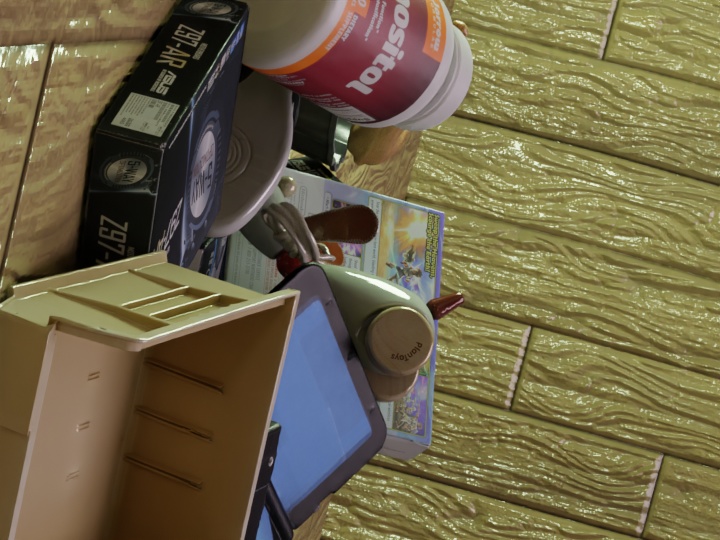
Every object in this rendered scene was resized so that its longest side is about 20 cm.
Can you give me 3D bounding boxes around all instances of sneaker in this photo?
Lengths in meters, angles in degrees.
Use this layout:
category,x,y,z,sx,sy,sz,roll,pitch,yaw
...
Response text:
category,x,y,z,sx,sy,sz,roll,pitch,yaw
sneaker,-0.078,-0.093,1.675,0.112,0.072,0.201,91,13,-64

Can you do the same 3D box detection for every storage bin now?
category,x,y,z,sx,sy,sz,roll,pitch,yaw
storage bin,-0.137,0.106,1.283,0.198,0.093,0.202,-17,123,-65

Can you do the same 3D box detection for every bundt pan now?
category,x,y,z,sx,sy,sz,roll,pitch,yaw
bundt pan,-0.031,-0.188,1.907,0.202,0.075,0.204,16,90,-85

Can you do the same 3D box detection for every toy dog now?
category,x,y,z,sx,sy,sz,roll,pitch,yaw
toy dog,0.000,0.000,1.705,0.096,0.201,0.132,-40,-164,-19

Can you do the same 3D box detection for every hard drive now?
category,x,y,z,sx,sy,sz,roll,pitch,yaw
hard drive,-0.136,0.169,1.418,0.038,0.139,0.202,-21,128,-66

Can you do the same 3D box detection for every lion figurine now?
category,x,y,z,sx,sy,sz,roll,pitch,yaw
lion figurine,0.028,-0.140,1.890,0.123,0.072,0.201,-59,168,-48

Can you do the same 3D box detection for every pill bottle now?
category,x,y,z,sx,sy,sz,roll,pitch,yaw
pill bottle,-0.007,-0.166,1.599,0.200,0.112,0.114,23,80,-54

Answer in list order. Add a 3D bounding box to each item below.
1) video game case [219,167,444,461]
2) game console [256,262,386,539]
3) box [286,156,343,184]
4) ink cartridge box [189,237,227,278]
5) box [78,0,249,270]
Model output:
category,x,y,z,sx,sy,sz,roll,pitch,yaw
video game case,-0.029,0.029,1.771,0.045,0.180,0.202,139,-40,-57
game console,-0.043,0.131,1.606,0.177,0.116,0.201,-104,174,-48
box,-0.032,0.018,1.933,0.160,0.044,0.202,-132,-145,-72
ink cartridge box,-0.139,0.065,1.667,0.099,0.039,0.202,-60,164,-75
box,-0.124,-0.060,1.437,0.200,0.043,0.161,-67,170,-57
